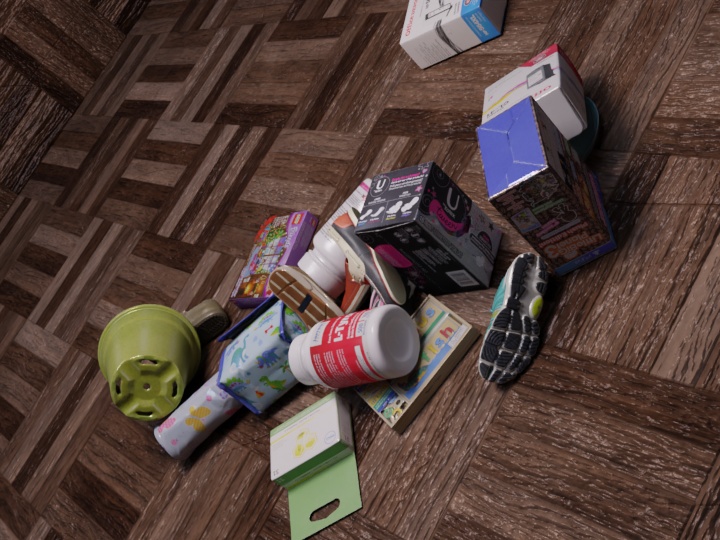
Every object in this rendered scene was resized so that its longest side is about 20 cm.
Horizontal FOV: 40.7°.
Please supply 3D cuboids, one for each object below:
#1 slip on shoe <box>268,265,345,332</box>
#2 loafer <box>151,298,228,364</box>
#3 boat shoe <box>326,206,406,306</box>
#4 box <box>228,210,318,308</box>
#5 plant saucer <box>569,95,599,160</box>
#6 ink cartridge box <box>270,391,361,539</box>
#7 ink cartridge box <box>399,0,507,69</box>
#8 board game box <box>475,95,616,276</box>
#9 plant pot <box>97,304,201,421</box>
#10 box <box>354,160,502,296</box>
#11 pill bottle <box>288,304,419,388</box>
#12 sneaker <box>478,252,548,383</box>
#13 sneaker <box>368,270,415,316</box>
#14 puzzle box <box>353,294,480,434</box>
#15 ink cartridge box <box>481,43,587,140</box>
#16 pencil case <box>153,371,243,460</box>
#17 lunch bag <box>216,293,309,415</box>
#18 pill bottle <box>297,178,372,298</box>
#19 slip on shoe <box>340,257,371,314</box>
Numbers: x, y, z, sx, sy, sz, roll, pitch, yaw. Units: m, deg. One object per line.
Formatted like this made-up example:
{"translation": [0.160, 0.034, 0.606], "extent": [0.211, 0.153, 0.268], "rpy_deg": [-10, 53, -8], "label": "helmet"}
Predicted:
{"translation": [-0.073, 0.068, 1.667], "extent": [0.076, 0.200, 0.061], "rpy_deg": [-53, -12, 23], "label": "slip on shoe"}
{"translation": [-0.353, 0.126, 1.980], "extent": [0.199, 0.076, 0.068], "rpy_deg": [-29, 39, 13], "label": "loafer"}
{"translation": [0.009, -0.012, 1.561], "extent": [0.062, 0.071, 0.200], "rpy_deg": [-37, 59, 13], "label": "boat shoe"}
{"translation": [-0.174, -0.022, 1.939], "extent": [0.136, 0.039, 0.201], "rpy_deg": [-5, 55, 44], "label": "box"}
{"translation": [0.305, -0.203, 1.587], "extent": [0.200, 0.027, 0.201], "rpy_deg": [-29, 40, 28], "label": "plant saucer"}
{"translation": [-0.074, 0.309, 1.531], "extent": [0.145, 0.048, 0.200], "rpy_deg": [-33, 36, 22], "label": "ink cartridge box"}
{"translation": [0.187, -0.511, 1.941], "extent": [0.199, 0.084, 0.146], "rpy_deg": [-16, 48, 38], "label": "ink cartridge box"}
{"translation": [0.268, -0.121, 1.405], "extent": [0.097, 0.200, 0.160], "rpy_deg": [-29, 40, 26], "label": "board game box"}
{"translation": [-0.397, 0.187, 1.823], "extent": [0.200, 0.200, 0.184], "rpy_deg": [-47, 19, 5], "label": "plant pot"}
{"translation": [0.111, -0.063, 1.525], "extent": [0.132, 0.200, 0.115], "rpy_deg": [-9, 53, 42], "label": "box"}
{"translation": [-0.015, 0.125, 1.528], "extent": [0.199, 0.112, 0.113], "rpy_deg": [-16, 48, 39], "label": "pill bottle"}
{"translation": [0.221, 0.072, 1.414], "extent": [0.080, 0.077, 0.201], "rpy_deg": [142, 151, -72], "label": "sneaker"}
{"translation": [0.058, 0.010, 1.630], "extent": [0.086, 0.080, 0.200], "rpy_deg": [-12, 44, 55], "label": "sneaker"}
{"translation": [0.086, 0.143, 1.521], "extent": [0.200, 0.025, 0.133], "rpy_deg": [-52, 35, -1], "label": "puzzle box"}
{"translation": [0.273, -0.258, 1.533], "extent": [0.147, 0.086, 0.200], "rpy_deg": [-30, 21, 24], "label": "ink cartridge box"}
{"translation": [-0.283, 0.258, 1.775], "extent": [0.200, 0.083, 0.091], "rpy_deg": [-42, -1, 13], "label": "pencil case"}
{"translation": [-0.161, 0.124, 1.733], "extent": [0.170, 0.127, 0.200], "rpy_deg": [-38, 25, 21], "label": "lunch bag"}
{"translation": [-0.012, -0.055, 1.728], "extent": [0.200, 0.113, 0.113], "rpy_deg": [-48, 35, 4], "label": "pill bottle"}
{"translation": [0.000, 0.000, 1.660], "extent": [0.201, 0.061, 0.074], "rpy_deg": [-68, -9, 23], "label": "slip on shoe"}
